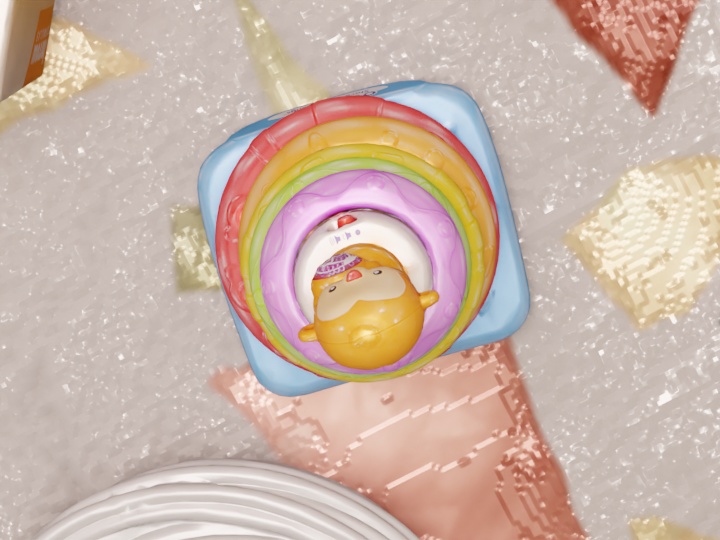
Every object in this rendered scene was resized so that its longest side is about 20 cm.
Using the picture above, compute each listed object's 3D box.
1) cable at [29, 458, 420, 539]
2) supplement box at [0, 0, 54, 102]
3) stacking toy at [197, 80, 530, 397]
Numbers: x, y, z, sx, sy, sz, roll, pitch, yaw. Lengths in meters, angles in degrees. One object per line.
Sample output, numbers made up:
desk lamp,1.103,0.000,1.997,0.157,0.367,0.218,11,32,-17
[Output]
cable,-0.051,0.168,0.810,0.200,0.069,0.200,-26,98,5
supplement box,-0.136,-0.165,0.726,0.074,0.126,0.200,11,100,-4
stacking toy,0.000,0.000,0.715,0.116,0.200,0.110,-16,99,3
